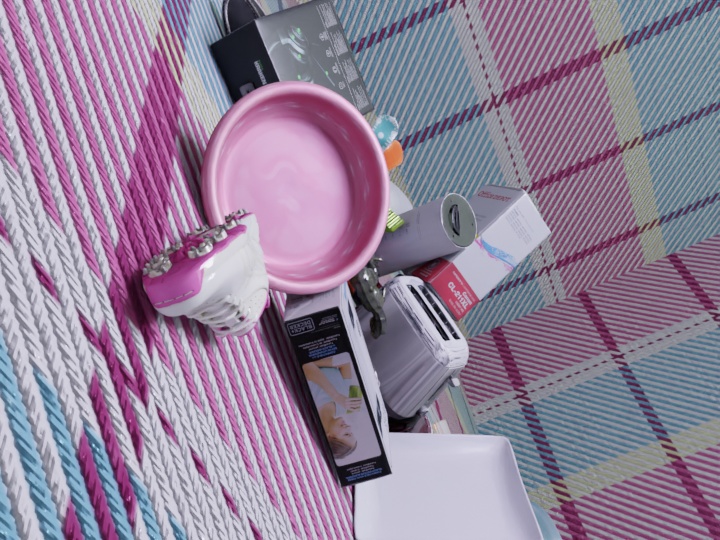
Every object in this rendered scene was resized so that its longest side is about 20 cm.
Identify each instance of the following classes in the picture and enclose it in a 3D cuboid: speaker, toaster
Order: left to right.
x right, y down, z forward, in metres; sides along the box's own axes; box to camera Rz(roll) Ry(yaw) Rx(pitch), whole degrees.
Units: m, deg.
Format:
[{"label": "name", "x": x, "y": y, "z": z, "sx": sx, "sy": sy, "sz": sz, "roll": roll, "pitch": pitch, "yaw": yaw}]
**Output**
[{"label": "toaster", "x": 0.060, "y": 0.099, "z": 1.135, "sx": 0.113, "sy": 0.129, "sz": 0.202, "roll": 7, "pitch": 44, "yaw": -58}, {"label": "speaker", "x": 0.076, "y": -0.048, "z": 1.194, "sx": 0.080, "sy": 0.198, "sz": 0.083, "roll": 15, "pitch": 66, "yaw": -39}]

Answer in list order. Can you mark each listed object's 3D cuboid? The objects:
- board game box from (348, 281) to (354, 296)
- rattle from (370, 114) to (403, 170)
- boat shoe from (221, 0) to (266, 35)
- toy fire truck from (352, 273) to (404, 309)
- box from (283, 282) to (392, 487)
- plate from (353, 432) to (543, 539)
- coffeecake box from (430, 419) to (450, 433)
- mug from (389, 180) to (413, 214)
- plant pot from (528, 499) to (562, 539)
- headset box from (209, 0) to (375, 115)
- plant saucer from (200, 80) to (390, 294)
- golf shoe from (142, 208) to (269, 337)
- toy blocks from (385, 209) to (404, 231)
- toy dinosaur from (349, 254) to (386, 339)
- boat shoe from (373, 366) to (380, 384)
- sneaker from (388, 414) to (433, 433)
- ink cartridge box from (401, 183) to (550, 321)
[{"label": "board game box", "x": -0.070, "y": -0.052, "z": 1.070, "sx": 0.196, "sy": 0.055, "sz": 0.204, "roll": -71, "pitch": 139, "yaw": -80}, {"label": "rattle", "x": -0.032, "y": -0.083, "z": 0.849, "sx": 0.144, "sy": 0.195, "sz": 0.133, "roll": -113, "pitch": -156, "yaw": -56}, {"label": "boat shoe", "x": -0.154, "y": -0.311, "z": 1.170, "sx": 0.060, "sy": 0.072, "sz": 0.204, "roll": -101, "pitch": 176, "yaw": -79}, {"label": "toy fire truck", "x": 0.036, "y": 0.078, "z": 1.341, "sx": 0.168, "sy": 0.111, "sz": 0.202, "roll": 40, "pitch": -18, "yaw": 56}, {"label": "box", "x": -0.021, "y": 0.108, "z": 0.843, "sx": 0.117, "sy": 0.059, "sz": 0.204, "roll": -94, "pitch": 168, "yaw": -68}, {"label": "plate", "x": 0.088, "y": 0.251, "z": 0.900, "sx": 0.200, "sy": 0.195, "sz": 0.033, "roll": -94, "pitch": -173, "yaw": -68}, {"label": "coffeecake box", "x": 0.129, "y": 0.337, "z": 1.337, "sx": 0.200, "sy": 0.072, "sz": 0.156, "roll": 39, "pitch": 30, "yaw": -76}, {"label": "mug", "x": -0.001, "y": -0.131, "z": 1.540, "sx": 0.201, "sy": 0.148, "sz": 0.175, "roll": 49, "pitch": 7, "yaw": 21}, {"label": "plant pot", "x": 0.136, "y": 0.366, "z": 0.908, "sx": 0.200, "sy": 0.131, "sz": 0.206, "roll": -175, "pitch": -90, "yaw": -74}, {"label": "headset box", "x": -0.091, "y": -0.263, "z": 1.106, "sx": 0.200, "sy": 0.091, "sz": 0.177, "roll": -42, "pitch": 113, "yaw": -49}, {"label": "plant saucer", "x": -0.065, "y": -0.079, "z": 0.786, "sx": 0.051, "sy": 0.198, "sz": 0.204, "roll": -3, "pitch": -67, "yaw": 62}, {"label": "golf shoe", "x": -0.101, "y": 0.011, "z": 0.594, "sx": 0.200, "sy": 0.074, "sz": 0.093, "roll": -71, "pitch": 141, "yaw": -78}, {"label": "toy blocks", "x": -0.034, "y": -0.116, "z": 1.200, "sx": 0.199, "sy": 0.099, "sz": 0.138, "roll": 7, "pitch": -50, "yaw": 60}, {"label": "toy dinosaur", "x": 0.000, "y": 0.000, "z": 1.042, "sx": 0.089, "sy": 0.047, "sz": 0.202, "roll": -92, "pitch": 160, "yaw": -48}, {"label": "boat shoe", "x": -0.005, "y": 0.126, "z": 1.024, "sx": 0.068, "sy": 0.056, "sz": 0.201, "roll": -105, "pitch": 170, "yaw": -46}, {"label": "sneaker", "x": 0.058, "y": 0.239, "z": 1.110, "sx": 0.202, "sy": 0.074, "sz": 0.116, "roll": -104, "pitch": 166, "yaw": -45}, {"label": "ink cartridge box", "x": 0.173, "y": -0.032, "z": 1.230, "sx": 0.083, "sy": 0.199, "sz": 0.146, "roll": 50, "pitch": -6, "yaw": -17}]
